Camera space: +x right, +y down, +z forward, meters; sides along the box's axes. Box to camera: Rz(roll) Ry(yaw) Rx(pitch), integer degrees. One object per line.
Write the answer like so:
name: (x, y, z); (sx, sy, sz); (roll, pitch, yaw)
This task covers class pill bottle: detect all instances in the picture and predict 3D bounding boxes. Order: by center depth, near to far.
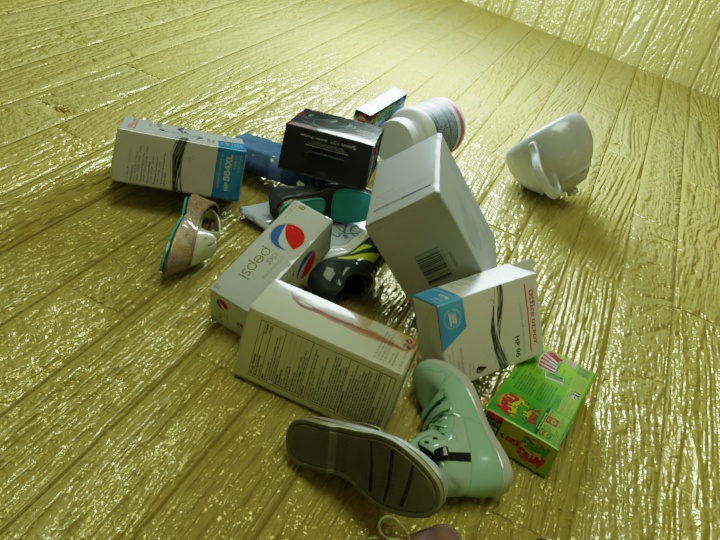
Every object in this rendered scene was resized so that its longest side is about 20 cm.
pill bottle: (0.119, -0.274, 1.673); (0.118, 0.121, 0.199); (31, 33, 22)

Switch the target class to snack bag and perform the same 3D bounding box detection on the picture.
snack bag: (-0.069, -0.067, 1.345); (0.188, 0.022, 0.198); (37, 35, 29)

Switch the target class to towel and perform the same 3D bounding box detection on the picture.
towel: (-0.136, -0.181, 1.440); (0.197, 0.049, 0.112); (20, 23, 13)

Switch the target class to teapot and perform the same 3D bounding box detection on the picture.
teapot: (0.402, -0.220, 1.712); (0.197, 0.197, 0.148); (-27, 87, -14)

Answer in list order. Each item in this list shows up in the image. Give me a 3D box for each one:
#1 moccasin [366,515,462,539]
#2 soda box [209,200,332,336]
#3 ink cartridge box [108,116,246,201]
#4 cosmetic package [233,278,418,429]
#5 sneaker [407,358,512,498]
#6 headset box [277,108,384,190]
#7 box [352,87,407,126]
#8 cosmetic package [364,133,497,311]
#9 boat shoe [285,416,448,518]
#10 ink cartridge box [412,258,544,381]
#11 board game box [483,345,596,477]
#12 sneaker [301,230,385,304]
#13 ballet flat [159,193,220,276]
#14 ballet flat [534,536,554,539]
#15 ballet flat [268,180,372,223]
moccasin: (0.026, 0.282, 0.778); (0.198, 0.079, 0.074); (-7, 35, -38)
soda box: (-0.117, -0.003, 1.118); (0.067, 0.064, 0.201); (27, 52, 16)
ink cartridge box: (-0.286, -0.177, 1.313); (0.196, 0.086, 0.146); (9, 14, -15)
cosmetic package: (-0.041, 0.104, 1.007); (0.197, 0.105, 0.087); (24, 29, 7)
sneaker: (0.085, 0.177, 0.976); (0.116, 0.075, 0.201); (5, 35, -32)
headset box: (-0.046, -0.201, 1.365); (0.146, 0.079, 0.200); (14, 18, 3)
box: (0.030, -0.289, 1.662); (0.034, 0.112, 0.200); (25, 32, 13)
cosmetic package: (0.109, -0.056, 1.220); (0.121, 0.201, 0.201); (-23, 26, 20)
boat shoe: (0.015, 0.197, 0.881); (0.197, 0.076, 0.068); (18, 9, 35)
ink cartridge box: (0.175, 0.066, 1.110); (0.197, 0.118, 0.068); (-17, 18, -23)
board game box: (0.233, 0.174, 1.090); (0.100, 0.048, 0.200); (27, 32, 17)
sneaker: (0.000, 0.000, 1.237); (0.198, 0.075, 0.085); (-23, 54, -36)
ballet flat: (-0.235, -0.052, 1.190); (0.066, 0.069, 0.201); (15, 32, -9)
ballet flat: (0.220, 0.343, 0.800); (0.062, 0.069, 0.201); (20, 29, -24)
ballet flat: (-0.061, -0.114, 1.339); (0.197, 0.074, 0.073); (-6, 38, -31)
